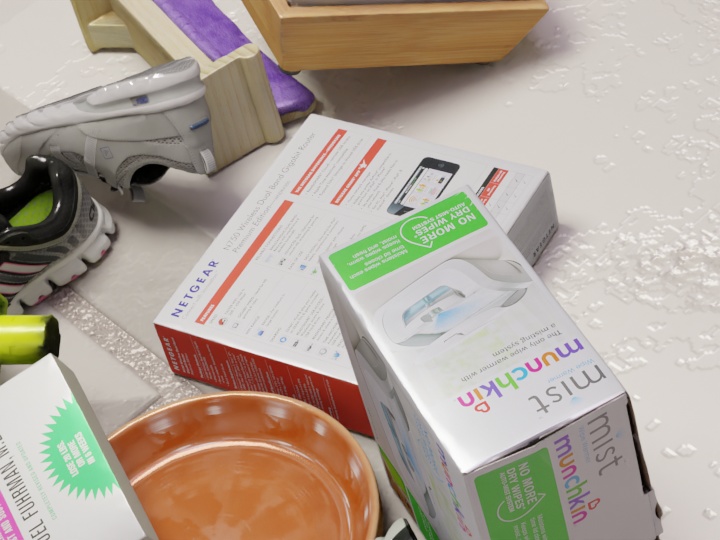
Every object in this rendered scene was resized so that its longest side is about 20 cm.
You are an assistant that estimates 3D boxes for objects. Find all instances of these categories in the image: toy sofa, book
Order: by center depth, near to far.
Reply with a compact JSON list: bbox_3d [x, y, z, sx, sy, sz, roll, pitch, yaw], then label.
[{"bbox_3d":[-0.224,0.157,1.211,0.200,0.048,0.134,-34,58,2],"label":"book"},{"bbox_3d":[-0.122,-0.165,1.506,0.097,0.083,0.200,-31,47,-14],"label":"toy sofa"}]

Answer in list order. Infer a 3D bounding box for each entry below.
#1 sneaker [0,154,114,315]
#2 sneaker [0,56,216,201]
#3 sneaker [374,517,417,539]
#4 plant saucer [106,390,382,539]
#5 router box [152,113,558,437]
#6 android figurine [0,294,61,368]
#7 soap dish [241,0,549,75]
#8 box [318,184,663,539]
[{"bbox_3d":[-0.249,-0.005,1.381,0.200,0.088,0.074,-40,50,-22],"label":"sneaker"},{"bbox_3d":[-0.171,-0.079,1.422,0.075,0.082,0.200,-25,9,-39],"label":"sneaker"},{"bbox_3d":[0.024,0.227,1.094,0.088,0.074,0.200,-26,47,-2],"label":"sneaker"},{"bbox_3d":[-0.084,0.154,1.222,0.200,0.032,0.201,-8,46,8],"label":"plant saucer"},{"bbox_3d":[0.000,0.000,1.335,0.179,0.049,0.200,16,53,28],"label":"router box"},{"bbox_3d":[-0.283,0.073,1.305,0.199,0.041,0.183,-3,72,11],"label":"android figurine"},{"bbox_3d":[0.007,-0.204,1.470,0.199,0.081,0.157,-5,40,-24],"label":"soap dish"},{"bbox_3d":[0.074,0.090,1.121,0.097,0.200,0.177,-25,46,-8],"label":"box"}]
